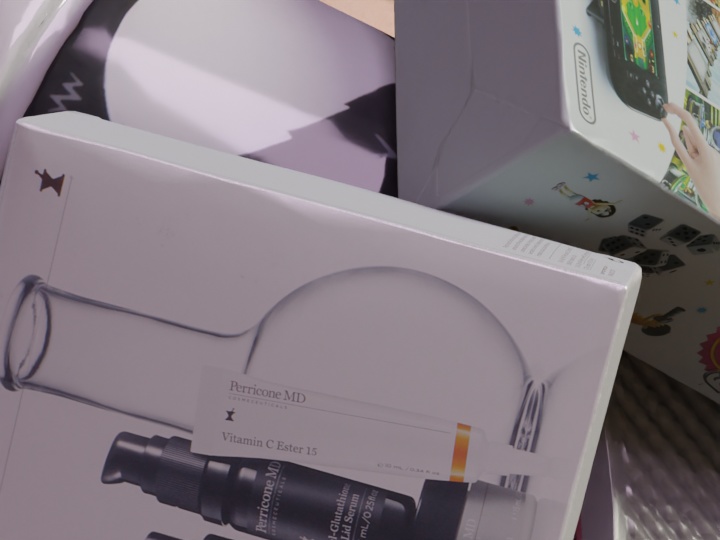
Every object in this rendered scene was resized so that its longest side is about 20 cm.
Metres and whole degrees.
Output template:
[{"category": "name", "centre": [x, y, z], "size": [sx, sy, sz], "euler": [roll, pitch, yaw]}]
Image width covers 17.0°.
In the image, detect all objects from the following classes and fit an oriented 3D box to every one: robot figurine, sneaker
[{"category": "robot figurine", "centre": [-0.039, -0.024, 0.683], "size": [0.199, 0.150, 0.125], "euler": [27, 91, 11]}, {"category": "sneaker", "centre": [0.077, 0.061, 0.749], "size": [0.075, 0.105, 0.202], "euler": [14, 69, -21]}]

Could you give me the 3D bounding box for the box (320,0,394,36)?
[{"category": "box", "centre": [0.000, 0.000, 0.822], "size": [0.162, 0.021, 0.201], "euler": [22, 70, 13]}]

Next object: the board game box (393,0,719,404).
[{"category": "board game box", "centre": [0.100, -0.043, 0.676], "size": [0.199, 0.064, 0.148], "euler": [28, 47, -35]}]

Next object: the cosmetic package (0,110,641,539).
[{"category": "cosmetic package", "centre": [-0.030, 0.077, 0.582], "size": [0.150, 0.202, 0.052], "euler": [15, 8, 10]}]
